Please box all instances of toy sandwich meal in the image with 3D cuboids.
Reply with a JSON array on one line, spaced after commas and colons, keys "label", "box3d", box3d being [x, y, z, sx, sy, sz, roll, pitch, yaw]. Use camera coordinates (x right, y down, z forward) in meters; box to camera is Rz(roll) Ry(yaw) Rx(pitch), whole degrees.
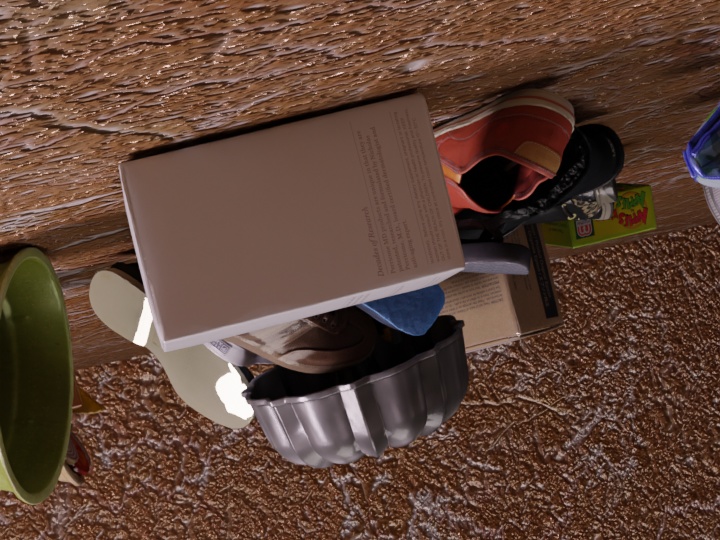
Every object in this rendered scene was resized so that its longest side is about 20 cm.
[{"label": "toy sandwich meal", "box3d": [-0.297, 0.109, 1.507, 0.070, 0.207, 0.205, -26, 177, -5]}]

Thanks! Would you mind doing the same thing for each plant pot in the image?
[{"label": "plant pot", "box3d": [-0.347, 0.085, 1.239, 0.187, 0.203, 0.200, -1, 177, 7]}]

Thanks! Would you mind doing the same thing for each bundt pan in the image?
[{"label": "bundt pan", "box3d": [0.003, 0.108, 1.323, 0.199, 0.077, 0.202, -17, -171, 3]}]

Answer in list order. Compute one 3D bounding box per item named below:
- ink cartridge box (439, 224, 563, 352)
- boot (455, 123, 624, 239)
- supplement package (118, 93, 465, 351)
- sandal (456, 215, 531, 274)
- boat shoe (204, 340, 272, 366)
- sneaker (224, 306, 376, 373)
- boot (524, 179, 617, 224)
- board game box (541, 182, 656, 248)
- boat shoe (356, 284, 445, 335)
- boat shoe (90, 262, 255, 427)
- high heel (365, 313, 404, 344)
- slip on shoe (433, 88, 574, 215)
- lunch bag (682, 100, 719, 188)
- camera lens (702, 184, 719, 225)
[{"label": "ink cartridge box", "box3d": [0.102, 0.001, 1.602, 0.075, 0.167, 0.199, -10, 175, -41]}, {"label": "boot", "box3d": [0.115, -0.070, 1.286, 0.198, 0.077, 0.168, -21, 176, 23]}, {"label": "supplement package", "box3d": [-0.048, -0.028, 1.010, 0.197, 0.119, 0.117, -14, 177, -9]}, {"label": "sandal", "box3d": [0.081, -0.023, 1.206, 0.075, 0.043, 0.200, 3, -177, -10]}, {"label": "boat shoe", "box3d": [-0.087, 0.036, 1.372, 0.068, 0.072, 0.200, -52, 170, 8]}, {"label": "sneaker", "box3d": [-0.061, 0.026, 1.222, 0.198, 0.071, 0.076, 14, 142, -29]}, {"label": "boot", "box3d": [0.162, -0.077, 1.473, 0.152, 0.075, 0.204, -10, 177, 5]}, {"label": "board game box", "box3d": [0.224, -0.063, 1.677, 0.100, 0.048, 0.200, -13, -171, -18]}, {"label": "boat shoe", "box3d": [-0.015, -0.013, 1.197, 0.084, 0.200, 0.068, -47, -140, -10]}, {"label": "boat shoe", "box3d": [-0.158, 0.062, 1.418, 0.063, 0.201, 0.074, -21, 146, -54]}, {"label": "high heel", "box3d": [0.000, 0.000, 1.377, 0.070, 0.144, 0.200, -15, 176, -7]}, {"label": "slip on shoe", "box3d": [0.084, -0.071, 1.135, 0.073, 0.062, 0.199, 23, 156, -22]}, {"label": "lunch bag", "box3d": [0.327, -0.113, 1.110, 0.198, 0.129, 0.170, -25, 174, 13]}, {"label": "camera lens", "box3d": [0.377, -0.092, 1.312, 0.158, 0.162, 0.200, -14, 176, 1]}]
